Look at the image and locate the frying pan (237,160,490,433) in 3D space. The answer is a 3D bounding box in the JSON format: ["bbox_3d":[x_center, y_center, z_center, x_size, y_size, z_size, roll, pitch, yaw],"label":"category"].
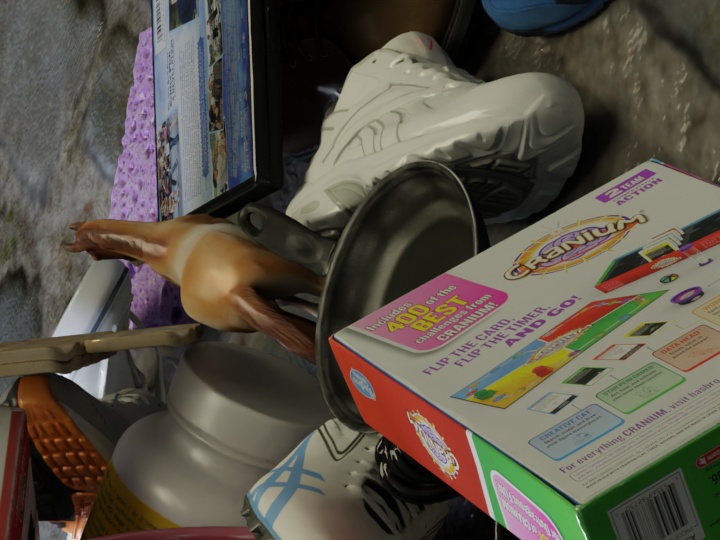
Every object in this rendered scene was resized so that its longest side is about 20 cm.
[{"bbox_3d":[-0.002,0.017,1.007,0.190,0.031,0.116,-13,65,56],"label":"frying pan"}]

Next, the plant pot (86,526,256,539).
[{"bbox_3d":[-0.060,0.221,0.999,0.200,0.199,0.180,-159,68,-64],"label":"plant pot"}]

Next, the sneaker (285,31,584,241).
[{"bbox_3d":[0.029,-0.068,1.066,0.200,0.078,0.100,-19,59,53],"label":"sneaker"}]

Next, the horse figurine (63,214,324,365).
[{"bbox_3d":[-0.051,0.008,1.130,0.200,0.132,0.050,35,106,62],"label":"horse figurine"}]

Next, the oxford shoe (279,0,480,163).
[{"bbox_3d":[-0.009,-0.109,1.163,0.200,0.084,0.073,-37,44,50],"label":"oxford shoe"}]

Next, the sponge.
[{"bbox_3d":[-0.116,-0.058,1.410,0.111,0.030,0.201,-13,66,61],"label":"sponge"}]

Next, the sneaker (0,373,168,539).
[{"bbox_3d":[-0.138,0.091,1.238,0.200,0.075,0.093,66,-153,-57],"label":"sneaker"}]

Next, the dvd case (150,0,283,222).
[{"bbox_3d":[-0.075,-0.097,1.197,0.200,0.017,0.144,160,109,-70],"label":"dvd case"}]

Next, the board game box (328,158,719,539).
[{"bbox_3d":[0.096,0.030,0.822,0.200,0.152,0.041,32,147,63],"label":"board game box"}]

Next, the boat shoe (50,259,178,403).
[{"bbox_3d":[-0.141,0.078,1.342,0.075,0.086,0.203,-63,-4,-48],"label":"boat shoe"}]

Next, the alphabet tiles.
[{"bbox_3d":[-0.173,0.043,1.117,0.200,0.194,0.015,163,100,-89],"label":"alphabet tiles"}]

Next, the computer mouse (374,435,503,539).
[{"bbox_3d":[0.058,0.147,0.899,0.044,0.109,0.202,162,110,-67],"label":"computer mouse"}]

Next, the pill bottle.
[{"bbox_3d":[-0.081,0.142,1.147,0.201,0.112,0.113,-68,27,17],"label":"pill bottle"}]

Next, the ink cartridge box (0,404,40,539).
[{"bbox_3d":[-0.201,0.164,1.114,0.200,0.083,0.145,103,172,-64],"label":"ink cartridge box"}]

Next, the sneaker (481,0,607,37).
[{"bbox_3d":[0.092,-0.159,0.994,0.200,0.078,0.066,-30,53,58],"label":"sneaker"}]

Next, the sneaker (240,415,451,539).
[{"bbox_3d":[0.002,0.093,0.972,0.072,0.072,0.200,-40,2,12],"label":"sneaker"}]
